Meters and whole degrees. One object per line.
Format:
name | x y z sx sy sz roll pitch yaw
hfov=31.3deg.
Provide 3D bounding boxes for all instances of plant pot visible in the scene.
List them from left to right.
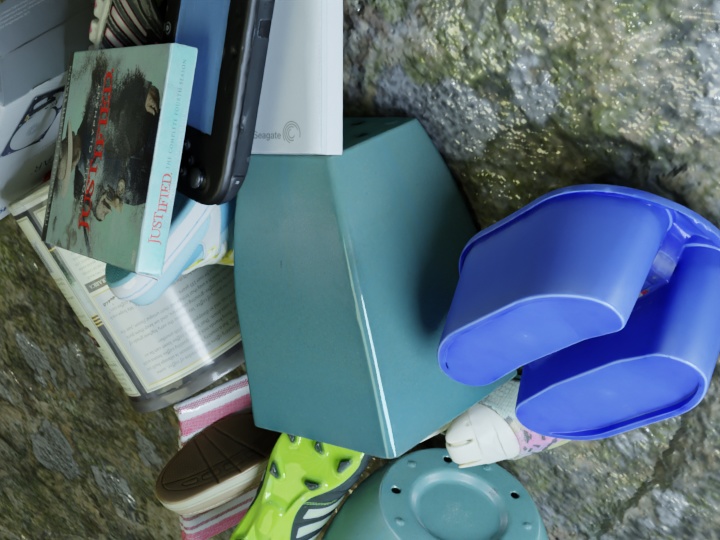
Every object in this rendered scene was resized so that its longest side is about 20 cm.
plant pot | 0.000 0.000 0.897 0.141 0.141 0.200 7 115 44
plant pot | 0.058 0.237 0.996 0.200 0.201 0.161 33 130 22

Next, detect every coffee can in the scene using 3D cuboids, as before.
coffee can | -0.177 -0.005 1.068 0.146 0.146 0.200 -14 110 52

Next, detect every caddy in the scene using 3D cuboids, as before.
caddy | 0.138 0.021 0.790 0.141 0.105 0.200 35 147 -17

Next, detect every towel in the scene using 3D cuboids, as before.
towel | -0.095 0.150 1.123 0.030 0.146 0.200 48 148 35

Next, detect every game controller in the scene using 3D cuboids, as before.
game controller | -0.094 -0.145 0.809 0.104 0.042 0.200 24 109 42

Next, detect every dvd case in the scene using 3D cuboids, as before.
dvd case | -0.168 -0.078 0.870 0.200 0.022 0.146 15 96 60

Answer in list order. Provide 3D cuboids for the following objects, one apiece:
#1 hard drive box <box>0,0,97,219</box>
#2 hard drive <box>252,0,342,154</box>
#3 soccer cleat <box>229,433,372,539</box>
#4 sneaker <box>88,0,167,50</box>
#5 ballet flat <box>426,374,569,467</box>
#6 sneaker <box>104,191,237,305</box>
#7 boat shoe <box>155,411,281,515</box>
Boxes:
hard drive box | -0.270 -0.137 1.046 0.077 0.156 0.200 46 145 5
hard drive | -0.064 -0.175 0.824 0.132 0.027 0.200 6 98 44
soccer cleat | -0.044 0.171 0.998 0.067 0.081 0.200 36 101 14
sneaker | -0.145 -0.180 0.940 0.087 0.074 0.200 37 138 29
ballet flat | 0.068 0.109 0.967 0.200 0.071 0.069 12 131 41
sneaker | -0.093 -0.019 0.935 0.079 0.200 0.131 -14 123 41
boat shoe | -0.070 0.149 1.049 0.072 0.200 0.065 35 148 49
